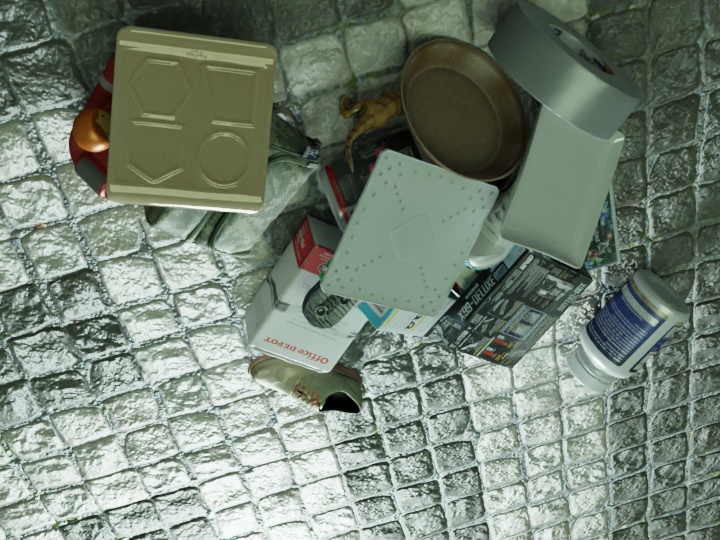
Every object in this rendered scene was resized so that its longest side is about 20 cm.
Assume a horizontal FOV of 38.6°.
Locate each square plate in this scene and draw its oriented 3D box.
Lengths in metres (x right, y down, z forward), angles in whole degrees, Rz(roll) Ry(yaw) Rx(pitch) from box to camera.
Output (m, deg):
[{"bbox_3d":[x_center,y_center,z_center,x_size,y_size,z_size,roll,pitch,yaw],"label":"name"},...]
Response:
[{"bbox_3d":[0.270,-0.118,1.390,0.199,0.028,0.200,16,93,-44],"label":"square plate"}]

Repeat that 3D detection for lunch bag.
[{"bbox_3d":[-0.165,-0.124,1.332,0.167,0.140,0.200,25,117,-34],"label":"lunch bag"}]

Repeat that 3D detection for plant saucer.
[{"bbox_3d":[0.128,-0.203,1.334,0.199,0.202,0.037,17,153,-26],"label":"plant saucer"}]

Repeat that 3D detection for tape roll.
[{"bbox_3d":[0.258,-0.255,1.299,0.199,0.201,0.066,22,119,-29],"label":"tape roll"}]

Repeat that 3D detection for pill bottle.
[{"bbox_3d":[0.433,0.104,1.688,0.110,0.112,0.200,24,118,-29],"label":"pill bottle"},{"bbox_3d":[0.053,-0.125,1.403,0.198,0.114,0.114,-24,130,4],"label":"pill bottle"}]

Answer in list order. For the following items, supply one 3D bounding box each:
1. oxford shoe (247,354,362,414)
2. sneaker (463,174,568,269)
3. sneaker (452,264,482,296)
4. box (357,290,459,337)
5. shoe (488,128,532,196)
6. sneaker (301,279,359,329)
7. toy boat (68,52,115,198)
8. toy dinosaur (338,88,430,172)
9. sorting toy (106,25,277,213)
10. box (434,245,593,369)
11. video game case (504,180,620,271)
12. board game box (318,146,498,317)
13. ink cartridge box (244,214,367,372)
[{"bbox_3d":[-0.082,0.181,1.633,0.198,0.075,0.071,12,125,-23],"label":"oxford shoe"},{"bbox_3d":[0.210,-0.082,1.435,0.200,0.077,0.081,-40,161,-17],"label":"sneaker"},{"bbox_3d":[0.152,-0.031,1.539,0.094,0.070,0.200,-48,133,-6],"label":"sneaker"},{"bbox_3d":[0.076,0.049,1.518,0.082,0.049,0.200,-47,158,12],"label":"box"},{"bbox_3d":[0.188,-0.130,1.458,0.199,0.053,0.070,-34,111,5],"label":"shoe"},{"bbox_3d":[0.000,0.000,1.417,0.199,0.082,0.070,-34,103,-5],"label":"sneaker"},{"bbox_3d":[-0.294,-0.174,1.241,0.130,0.131,0.201,42,115,11],"label":"toy boat"},{"bbox_3d":[0.015,-0.201,1.333,0.200,0.106,0.061,-40,115,-29],"label":"toy dinosaur"},{"bbox_3d":[-0.196,-0.172,1.194,0.183,0.036,0.202,4,102,-15],"label":"sorting toy"},{"bbox_3d":[0.232,0.050,1.553,0.157,0.050,0.200,19,119,-38],"label":"box"},{"bbox_3d":[0.297,-0.074,1.553,0.180,0.023,0.201,-16,121,-1],"label":"video game case"},{"bbox_3d":[0.062,-0.047,1.346,0.199,0.026,0.201,14,110,-34],"label":"board game box"},{"bbox_3d":[-0.063,0.038,1.520,0.146,0.083,0.201,22,119,-28],"label":"ink cartridge box"}]
